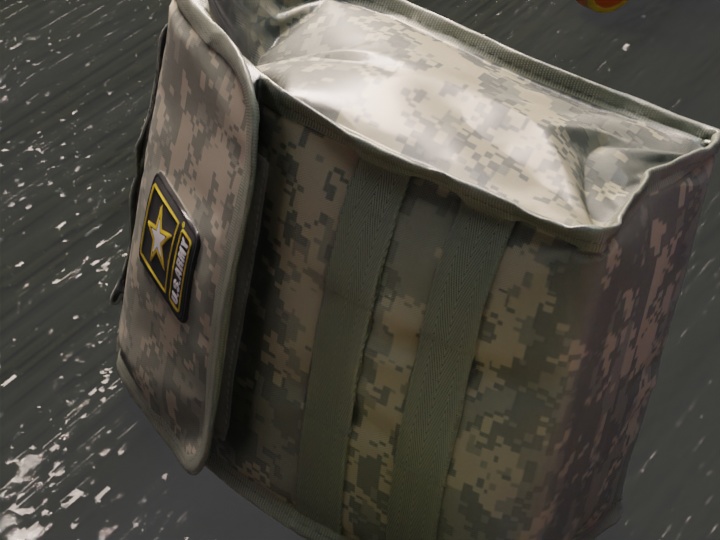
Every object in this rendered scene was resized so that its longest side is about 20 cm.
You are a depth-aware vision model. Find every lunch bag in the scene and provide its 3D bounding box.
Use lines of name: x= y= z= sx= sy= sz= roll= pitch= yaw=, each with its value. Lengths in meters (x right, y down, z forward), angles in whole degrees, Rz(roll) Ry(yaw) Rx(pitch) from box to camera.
lunch bag: x=0.000 y=0.000 z=0.799 sx=0.200 sy=0.164 sz=0.118 roll=25 pitch=33 yaw=22

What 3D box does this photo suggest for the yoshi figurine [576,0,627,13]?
yoshi figurine: x=0.102 y=-0.210 z=1.232 sx=0.112 sy=0.112 sz=0.200 roll=-35 pitch=59 yaw=4
